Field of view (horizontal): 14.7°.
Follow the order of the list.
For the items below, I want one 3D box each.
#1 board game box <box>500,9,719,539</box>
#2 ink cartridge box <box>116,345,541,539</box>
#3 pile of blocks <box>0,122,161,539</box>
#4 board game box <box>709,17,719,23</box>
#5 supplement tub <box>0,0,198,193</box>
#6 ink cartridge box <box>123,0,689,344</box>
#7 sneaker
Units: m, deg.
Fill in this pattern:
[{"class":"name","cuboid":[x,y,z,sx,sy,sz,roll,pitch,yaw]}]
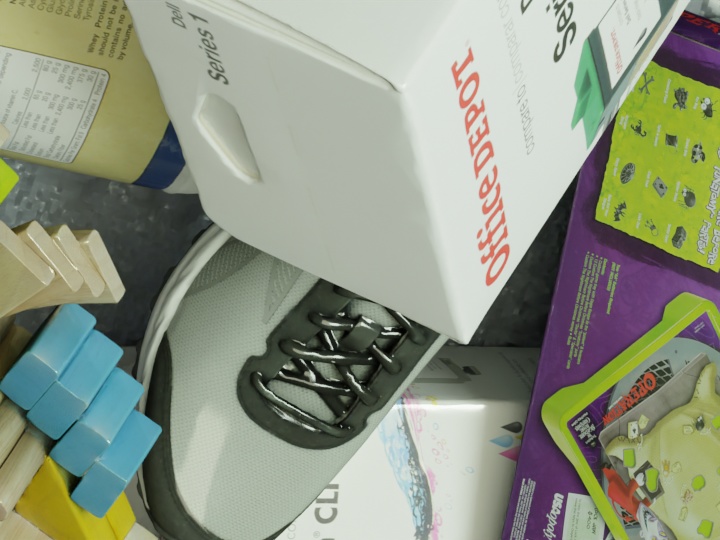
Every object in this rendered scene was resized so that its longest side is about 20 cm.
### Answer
[{"class":"board game box","cuboid":[0.108,0.035,0.810,0.032,0.120,0.201,-14,123,-46]},{"class":"ink cartridge box","cuboid":[-0.005,0.087,0.905,0.199,0.068,0.117,1,105,-12]},{"class":"pile of blocks","cuboid":[-0.106,0.031,0.755,0.082,0.062,0.201,-4,128,32]},{"class":"board game box","cuboid":[0.149,0.030,0.879,0.064,0.148,0.201,-5,105,-13]},{"class":"supplement tub","cuboid":[-0.117,-0.110,0.789,0.199,0.144,0.145,12,102,-14]},{"class":"ink cartridge box","cuboid":[0.037,-0.101,0.713,0.084,0.146,0.200,27,72,20]},{"class":"sneaker","cuboid":[0.000,0.000,0.809,0.074,0.079,0.201,30,96,-25]}]
